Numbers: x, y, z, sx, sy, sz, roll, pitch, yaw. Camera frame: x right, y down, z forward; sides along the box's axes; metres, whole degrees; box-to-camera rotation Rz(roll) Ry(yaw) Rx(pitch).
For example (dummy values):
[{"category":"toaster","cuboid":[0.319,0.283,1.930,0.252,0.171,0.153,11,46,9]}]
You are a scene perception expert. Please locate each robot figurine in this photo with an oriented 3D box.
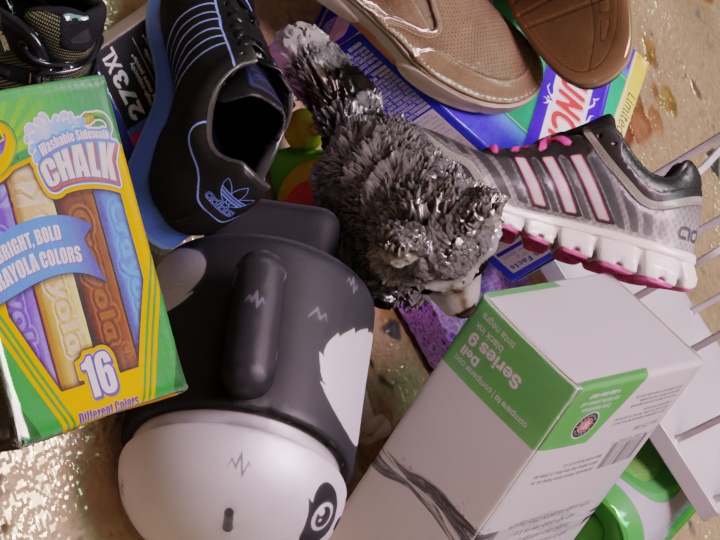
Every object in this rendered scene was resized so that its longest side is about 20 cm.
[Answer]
[{"category":"robot figurine","cuboid":[-0.056,0.061,1.307,0.150,0.124,0.201,40,48,-41]}]

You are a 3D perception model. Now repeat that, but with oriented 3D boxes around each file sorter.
[{"category":"file sorter","cuboid":[0.233,0.028,1.606,0.200,0.124,0.139,57,31,-4]}]

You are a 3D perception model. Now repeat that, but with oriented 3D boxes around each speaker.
[{"category":"speaker","cuboid":[0.183,0.134,1.658,0.200,0.088,0.089,-35,107,-54]}]

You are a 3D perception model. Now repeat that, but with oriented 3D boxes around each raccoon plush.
[{"category":"raccoon plush","cuboid":[0.003,-0.056,1.356,0.200,0.097,0.134,46,-8,8]}]

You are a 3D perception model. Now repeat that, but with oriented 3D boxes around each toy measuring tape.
[{"category":"toy measuring tape","cuboid":[0.000,0.000,1.459,0.073,0.073,0.201,-22,96,-55]}]

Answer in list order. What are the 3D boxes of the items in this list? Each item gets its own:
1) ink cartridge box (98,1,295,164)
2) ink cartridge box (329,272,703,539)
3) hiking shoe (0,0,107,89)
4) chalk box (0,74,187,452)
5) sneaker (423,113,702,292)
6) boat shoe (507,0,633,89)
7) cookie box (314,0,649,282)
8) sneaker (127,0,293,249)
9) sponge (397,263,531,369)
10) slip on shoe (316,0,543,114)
[{"category":"ink cartridge box","cuboid":[-0.111,-0.090,1.366,0.200,0.037,0.095,-43,113,-50]},{"category":"ink cartridge box","cuboid":[0.082,0.107,1.422,0.084,0.200,0.146,44,26,23]},{"category":"hiking shoe","cuboid":[-0.162,-0.094,1.228,0.076,0.100,0.200,-42,111,-41]},{"category":"chalk box","cuboid":[-0.184,-0.018,1.154,0.124,0.124,0.201,-15,92,-56]},{"category":"sneaker","cuboid":[0.113,-0.056,1.465,0.074,0.199,0.088,125,-16,-84]},{"category":"boat shoe","cuboid":[0.116,-0.187,1.527,0.200,0.072,0.072,63,6,28]},{"category":"cookie box","cuboid":[0.072,-0.123,1.563,0.200,0.075,0.171,41,46,-21]},{"category":"sneaker","cuboid":[-0.070,-0.103,1.323,0.070,0.078,0.201,38,43,-39]},{"category":"sponge","cuboid":[0.076,0.031,1.591,0.200,0.030,0.112,61,36,-21]},{"category":"slip on shoe","cuboid":[0.037,-0.161,1.452,0.200,0.061,0.076,35,49,-23]}]
